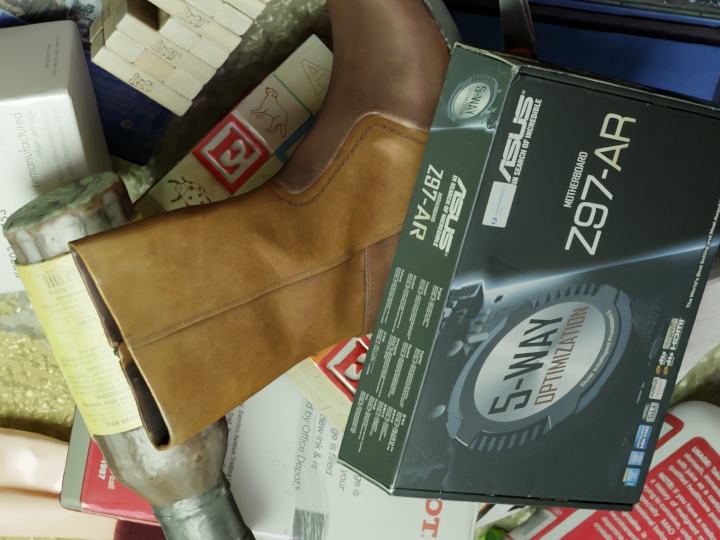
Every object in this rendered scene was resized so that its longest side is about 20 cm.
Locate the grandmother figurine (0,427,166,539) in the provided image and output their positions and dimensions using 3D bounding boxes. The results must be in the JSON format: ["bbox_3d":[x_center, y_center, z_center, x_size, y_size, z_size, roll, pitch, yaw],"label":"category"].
[{"bbox_3d":[-0.130,0.127,1.290,0.200,0.061,0.121,8,130,-9],"label":"grandmother figurine"}]

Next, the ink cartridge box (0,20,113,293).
[{"bbox_3d":[-0.225,-0.045,1.145,0.200,0.067,0.117,-7,129,3],"label":"ink cartridge box"}]

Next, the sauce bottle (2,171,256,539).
[{"bbox_3d":[-0.102,0.055,1.108,0.065,0.065,0.200,-19,104,5],"label":"sauce bottle"}]

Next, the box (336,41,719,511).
[{"bbox_3d":[0.087,0.007,1.088,0.160,0.044,0.200,9,101,-40],"label":"box"}]

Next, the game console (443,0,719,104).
[{"bbox_3d":[0.119,-0.086,1.152,0.200,0.172,0.119,6,95,-11],"label":"game console"}]

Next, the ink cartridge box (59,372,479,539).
[{"bbox_3d":[-0.039,0.067,1.208,0.200,0.084,0.144,11,83,-13],"label":"ink cartridge box"}]

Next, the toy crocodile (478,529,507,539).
[{"bbox_3d":[0.103,0.208,1.368,0.200,0.062,0.068,27,116,-23],"label":"toy crocodile"}]

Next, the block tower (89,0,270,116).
[{"bbox_3d":[-0.048,-0.168,1.088,0.058,0.054,0.200,31,114,-25],"label":"block tower"}]

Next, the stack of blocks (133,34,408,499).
[{"bbox_3d":[0.000,0.000,1.151,0.200,0.059,0.115,47,73,-6],"label":"stack of blocks"}]

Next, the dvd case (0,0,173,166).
[{"bbox_3d":[-0.126,-0.155,1.131,0.143,0.018,0.200,21,119,-19],"label":"dvd case"}]

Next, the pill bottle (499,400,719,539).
[{"bbox_3d":[0.170,0.144,1.287,0.200,0.112,0.112,-37,122,-6],"label":"pill bottle"}]

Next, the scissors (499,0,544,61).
[{"bbox_3d":[0.081,-0.097,1.099,0.073,0.014,0.200,6,153,-5],"label":"scissors"}]

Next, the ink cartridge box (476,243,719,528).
[{"bbox_3d":[0.125,0.049,1.239,0.109,0.050,0.200,-12,148,-53],"label":"ink cartridge box"}]

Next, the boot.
[{"bbox_3d":[-0.043,-0.042,1.070,0.200,0.068,0.188,-23,109,-23],"label":"boot"}]
